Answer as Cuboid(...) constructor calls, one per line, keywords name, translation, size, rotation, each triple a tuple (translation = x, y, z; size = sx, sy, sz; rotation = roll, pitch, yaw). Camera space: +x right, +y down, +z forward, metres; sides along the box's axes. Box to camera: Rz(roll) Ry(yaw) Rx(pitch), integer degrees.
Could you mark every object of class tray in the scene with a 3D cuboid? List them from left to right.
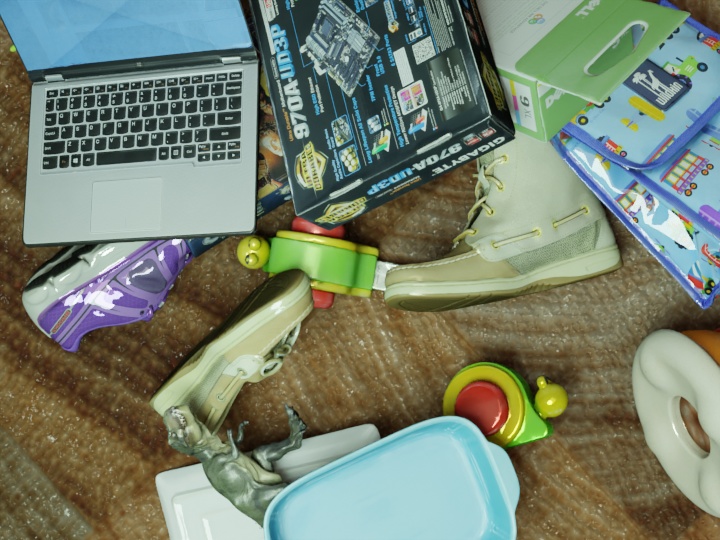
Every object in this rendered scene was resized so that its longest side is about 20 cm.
Cuboid(name="tray", translation=(-0.068, 0.195, 0.922), size=(0.197, 0.022, 0.109), rotation=(-15, 88, 16))

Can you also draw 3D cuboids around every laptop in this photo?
Cuboid(name="laptop", translation=(-0.174, -0.130, 0.809), size=(0.184, 0.116, 0.204), rotation=(-3, 79, 16))

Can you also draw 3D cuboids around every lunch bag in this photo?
Cuboid(name="lunch bag", translation=(0.237, -0.102, 0.870), size=(0.200, 0.094, 0.151), rotation=(42, 70, 12))

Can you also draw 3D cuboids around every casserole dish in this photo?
Cuboid(name="casserole dish", translation=(0.020, 0.184, 0.849), size=(0.197, 0.039, 0.123), rotation=(-23, 93, -9))

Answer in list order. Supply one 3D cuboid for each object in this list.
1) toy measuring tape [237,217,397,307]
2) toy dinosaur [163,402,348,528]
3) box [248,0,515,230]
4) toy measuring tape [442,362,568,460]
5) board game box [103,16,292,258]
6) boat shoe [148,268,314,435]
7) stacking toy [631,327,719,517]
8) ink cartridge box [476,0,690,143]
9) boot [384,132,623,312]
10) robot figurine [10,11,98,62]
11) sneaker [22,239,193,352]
Cuboid(name="toy measuring tape", translation=(0.000, 0.000, 0.903), size=(0.196, 0.074, 0.075), rotation=(10, 92, 4))
Cuboid(name="toy dinosaur", translation=(-0.063, 0.161, 0.882), size=(0.088, 0.047, 0.201), rotation=(-38, 100, -1))
Cuboid(name="box", translation=(0.008, -0.152, 0.819), size=(0.157, 0.046, 0.203), rotation=(-25, 66, 25))
Cuboid(name="toy measuring tape", translation=(0.065, 0.117, 0.914), size=(0.197, 0.073, 0.075), rotation=(-20, 89, 18))
Cuboid(name="board game box", translation=(-0.077, -0.119, 0.889), size=(0.198, 0.035, 0.136), rotation=(-32, 72, -11))
Cuboid(name="boat shoe", translation=(-0.088, 0.069, 0.884), size=(0.063, 0.073, 0.200), rotation=(44, 128, -7))
Cuboid(name="stacking toy", translation=(0.318, 0.084, 0.877), size=(0.197, 0.146, 0.148), rotation=(-21, 89, -14))
Cuboid(name="ink cartridge box", translation=(0.126, -0.156, 0.834), size=(0.104, 0.060, 0.199), rotation=(-41, 46, -21))
Cuboid(name="boot", translation=(0.095, -0.056, 0.878), size=(0.197, 0.072, 0.157), rotation=(-11, 86, -22))
Cuboid(name="robot figurine", translation=(-0.193, -0.241, 0.898), size=(0.174, 0.116, 0.202), rotation=(29, 93, 10))
Cuboid(name="sneaker", translation=(-0.169, -0.006, 0.933), size=(0.198, 0.081, 0.084), rotation=(-30, 114, 3))
